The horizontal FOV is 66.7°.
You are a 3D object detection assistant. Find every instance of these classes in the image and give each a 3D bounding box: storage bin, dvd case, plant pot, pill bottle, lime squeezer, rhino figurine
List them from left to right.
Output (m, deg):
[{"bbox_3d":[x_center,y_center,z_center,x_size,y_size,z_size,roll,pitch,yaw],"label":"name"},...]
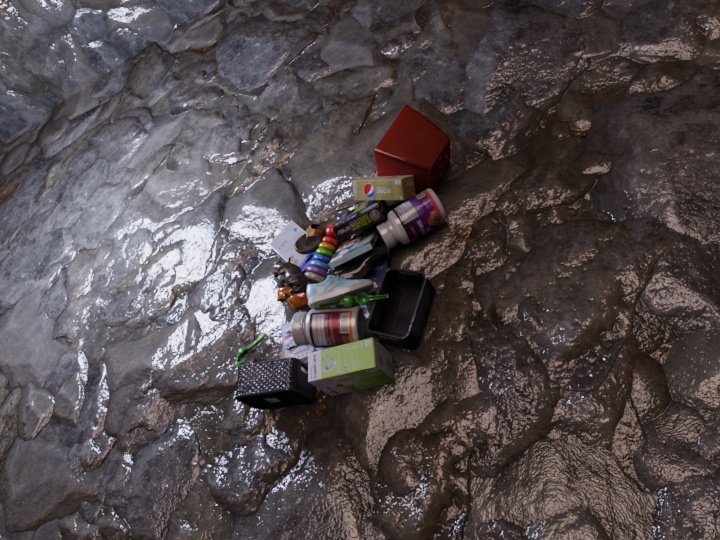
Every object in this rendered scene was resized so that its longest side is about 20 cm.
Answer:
[{"bbox_3d":[-0.359,0.288,1.718,0.070,0.038,0.203,17,69,-1],"label":"lime squeezer"},{"bbox_3d":[-0.242,0.326,1.564,0.197,0.135,0.095,-13,58,20],"label":"storage bin"},{"bbox_3d":[-0.225,0.014,1.715,0.086,0.060,0.200,-22,33,-12],"label":"rhino figurine"},{"bbox_3d":[-0.091,0.165,1.583,0.197,0.115,0.116,-4,61,14],"label":"pill bottle"},{"bbox_3d":[-0.017,0.088,1.531,0.197,0.038,0.071,-8,16,5],"label":"lime squeezer"},{"bbox_3d":[-0.014,-0.075,1.669,0.144,0.022,0.200,-26,13,17],"label":"dvd case"},{"bbox_3d":[0.116,0.106,1.542,0.134,0.094,0.202,8,67,30],"label":"storage bin"},{"bbox_3d":[0.149,-0.149,1.641,0.198,0.112,0.112,-31,54,1],"label":"pill bottle"},{"bbox_3d":[0.174,-0.351,1.704,0.175,0.200,0.201,27,71,21],"label":"plant pot"}]

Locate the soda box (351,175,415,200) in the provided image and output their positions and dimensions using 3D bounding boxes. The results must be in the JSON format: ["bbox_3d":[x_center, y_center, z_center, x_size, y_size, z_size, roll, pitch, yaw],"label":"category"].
[{"bbox_3d":[0.069,-0.253,1.680,0.198,0.065,0.067,7,22,40],"label":"soda box"}]

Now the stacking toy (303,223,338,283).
[{"bbox_3d":[-0.110,-0.056,1.737,0.084,0.085,0.203,12,76,31],"label":"stacking toy"}]

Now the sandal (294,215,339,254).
[{"bbox_3d":[-0.138,-0.126,1.787,0.199,0.055,0.081,-36,51,-22],"label":"sandal"}]

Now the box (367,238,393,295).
[{"bbox_3d":[0.035,-0.016,1.689,0.119,0.032,0.203,-3,61,26],"label":"box"}]

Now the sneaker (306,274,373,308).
[{"bbox_3d":[-0.062,0.042,1.582,0.197,0.074,0.083,-14,69,-8],"label":"sneaker"}]

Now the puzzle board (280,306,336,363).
[{"bbox_3d":[-0.152,0.202,1.673,0.198,0.017,0.152,-22,55,15],"label":"puzzle board"}]

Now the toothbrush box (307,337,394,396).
[{"bbox_3d":[-0.025,0.266,1.492,0.197,0.146,0.087,-15,58,18],"label":"toothbrush box"}]

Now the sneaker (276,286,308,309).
[{"bbox_3d":[-0.179,0.088,1.728,0.198,0.073,0.078,6,83,36],"label":"sneaker"}]

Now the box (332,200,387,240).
[{"bbox_3d":[0.003,-0.168,1.707,0.159,0.045,0.200,-26,14,14],"label":"box"}]

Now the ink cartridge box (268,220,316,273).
[{"bbox_3d":[-0.210,-0.074,1.839,0.120,0.042,0.199,-47,51,-6],"label":"ink cartridge box"}]

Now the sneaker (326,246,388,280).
[{"bbox_3d":[0.000,0.000,1.642,0.198,0.076,0.092,-30,73,8],"label":"sneaker"}]
